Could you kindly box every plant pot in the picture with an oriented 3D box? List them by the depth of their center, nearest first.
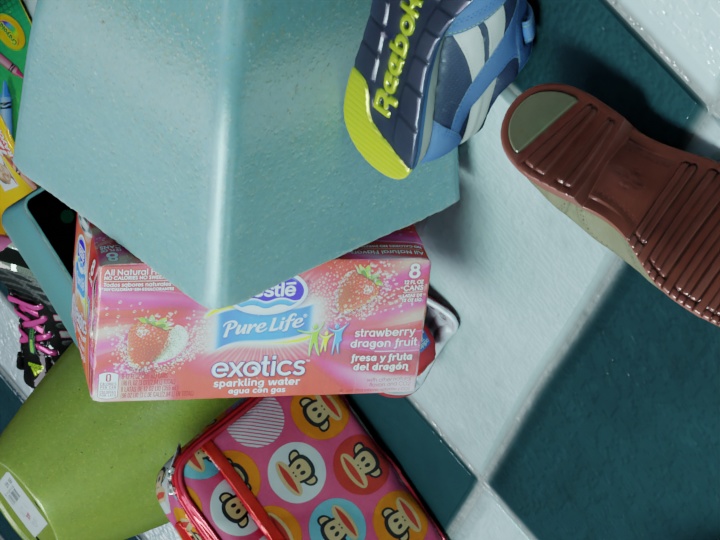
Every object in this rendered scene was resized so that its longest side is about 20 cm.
[{"bbox_3d":[-0.068,-0.134,1.421,0.196,0.195,0.201,34,135,36],"label":"plant pot"},{"bbox_3d":[-0.170,-0.020,1.790,0.142,0.141,0.200,59,161,-9],"label":"plant pot"},{"bbox_3d":[-0.181,0.125,1.901,0.187,0.200,0.188,40,151,28],"label":"plant pot"}]

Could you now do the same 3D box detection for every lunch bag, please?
[{"bbox_3d":[-0.051,0.189,1.785,0.200,0.176,0.082,54,155,0],"label":"lunch bag"}]

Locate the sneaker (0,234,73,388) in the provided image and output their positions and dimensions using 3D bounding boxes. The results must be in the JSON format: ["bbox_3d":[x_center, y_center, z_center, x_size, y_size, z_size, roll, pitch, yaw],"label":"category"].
[{"bbox_3d":[-0.244,0.048,1.987,0.074,0.088,0.200,17,157,39],"label":"sneaker"}]

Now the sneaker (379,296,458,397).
[{"bbox_3d":[0.000,0.000,1.592,0.112,0.071,0.200,39,158,37],"label":"sneaker"}]

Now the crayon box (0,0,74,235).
[{"bbox_3d":[-0.272,-0.119,1.923,0.119,0.058,0.201,12,132,54],"label":"crayon box"}]

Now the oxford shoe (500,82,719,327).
[{"bbox_3d":[0.164,-0.026,1.314,0.200,0.070,0.075,41,178,22],"label":"oxford shoe"}]

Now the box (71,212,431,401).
[{"bbox_3d":[-0.067,0.011,1.482,0.100,0.199,0.096,-113,26,-57],"label":"box"}]

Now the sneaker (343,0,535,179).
[{"bbox_3d":[0.054,-0.143,1.335,0.074,0.082,0.201,47,134,28],"label":"sneaker"}]
